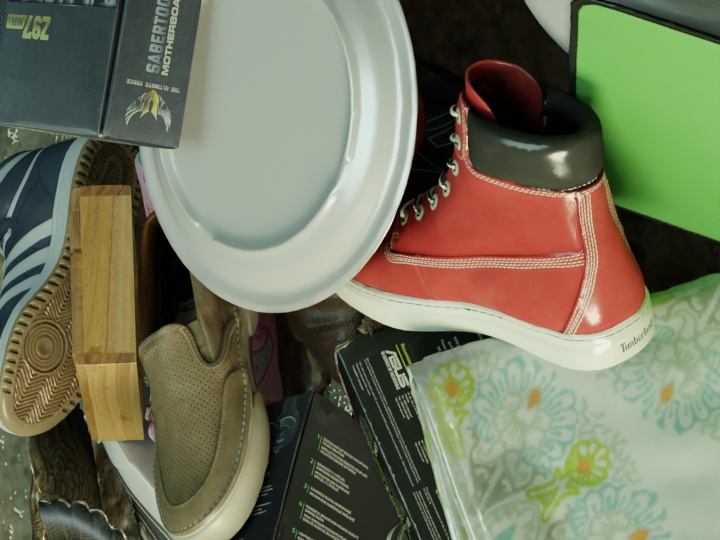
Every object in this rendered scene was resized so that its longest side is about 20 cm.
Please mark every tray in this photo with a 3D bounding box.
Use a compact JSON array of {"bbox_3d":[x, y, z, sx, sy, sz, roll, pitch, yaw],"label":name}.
[{"bbox_3d":[-0.144,0.029,1.315,0.200,0.037,0.099,102,166,-74],"label":"tray"}]

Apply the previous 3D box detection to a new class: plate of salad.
[{"bbox_3d":[-0.039,-0.080,1.138,0.199,0.048,0.201,2,93,44],"label":"plate of salad"}]

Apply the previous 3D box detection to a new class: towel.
[{"bbox_3d":[0.135,0.099,1.103,0.048,0.199,0.172,87,168,-76],"label":"towel"}]

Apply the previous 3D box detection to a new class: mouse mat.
[{"bbox_3d":[0.168,-0.053,1.034,0.160,0.200,0.008,20,69,12],"label":"mouse mat"}]

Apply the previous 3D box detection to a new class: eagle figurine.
[{"bbox_3d":[-0.193,0.196,1.460,0.151,0.151,0.200,37,107,11],"label":"eagle figurine"}]

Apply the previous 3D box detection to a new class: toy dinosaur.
[{"bbox_3d":[0.000,0.000,1.288,0.135,0.086,0.201,-18,69,35],"label":"toy dinosaur"}]

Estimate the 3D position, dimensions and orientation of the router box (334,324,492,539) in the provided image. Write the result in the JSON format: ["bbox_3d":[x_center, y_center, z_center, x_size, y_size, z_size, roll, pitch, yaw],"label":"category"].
[{"bbox_3d":[0.092,0.102,1.162,0.062,0.149,0.201,91,156,-75],"label":"router box"}]

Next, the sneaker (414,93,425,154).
[{"bbox_3d":[-0.042,-0.096,1.243,0.199,0.115,0.079,25,86,22],"label":"sneaker"}]

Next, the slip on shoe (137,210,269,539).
[{"bbox_3d":[-0.089,0.052,1.213,0.076,0.060,0.201,-28,45,36],"label":"slip on shoe"}]

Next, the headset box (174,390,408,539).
[{"bbox_3d":[-0.013,0.184,1.214,0.093,0.174,0.201,-21,44,44],"label":"headset box"}]

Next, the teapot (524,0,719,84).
[{"bbox_3d":[0.154,-0.152,1.072,0.146,0.196,0.201,98,173,-66],"label":"teapot"}]

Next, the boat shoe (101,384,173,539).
[{"bbox_3d":[-0.107,0.159,1.421,0.200,0.072,0.068,50,127,19],"label":"boat shoe"}]

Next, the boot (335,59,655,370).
[{"bbox_3d":[0.044,-0.041,1.098,0.199,0.072,0.145,12,131,43],"label":"boot"}]

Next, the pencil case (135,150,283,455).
[{"bbox_3d":[-0.089,0.016,1.367,0.087,0.087,0.201,4,98,43],"label":"pencil case"}]

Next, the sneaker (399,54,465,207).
[{"bbox_3d":[0.056,-0.060,1.220,0.200,0.075,0.080,28,95,48],"label":"sneaker"}]

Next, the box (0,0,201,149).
[{"bbox_3d":[-0.153,-0.150,1.199,0.200,0.051,0.159,13,95,53],"label":"box"}]

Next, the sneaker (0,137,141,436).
[{"bbox_3d":[-0.209,0.009,1.459,0.108,0.070,0.201,-1,66,44],"label":"sneaker"}]
